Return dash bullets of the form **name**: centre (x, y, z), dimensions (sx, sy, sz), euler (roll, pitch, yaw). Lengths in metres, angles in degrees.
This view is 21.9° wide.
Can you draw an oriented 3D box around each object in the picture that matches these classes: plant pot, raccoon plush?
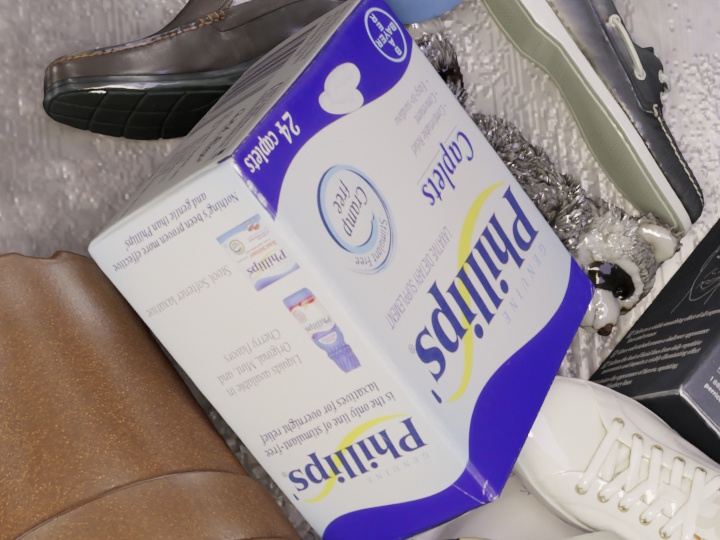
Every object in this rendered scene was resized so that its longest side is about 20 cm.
- **plant pot**: centre (-0.143, 0.113, 0.878), dimensions (0.199, 0.201, 0.199), euler (-23, 59, -18)
- **raccoon plush**: centre (0.102, -0.059, 1.047), dimensions (0.133, 0.097, 0.202), euler (-5, 83, -25)

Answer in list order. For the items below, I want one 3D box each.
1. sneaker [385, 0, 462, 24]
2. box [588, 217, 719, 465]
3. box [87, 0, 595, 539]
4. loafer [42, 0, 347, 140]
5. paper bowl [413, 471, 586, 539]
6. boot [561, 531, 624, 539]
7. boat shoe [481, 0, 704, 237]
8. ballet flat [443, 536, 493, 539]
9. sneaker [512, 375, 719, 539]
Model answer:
- **sneaker**: centre (0.062, -0.231, 1.053), dimensions (0.200, 0.070, 0.078), euler (-54, 134, -23)
- **box**: centre (0.234, 0.038, 1.035), dimensions (0.107, 0.148, 0.200), euler (44, 72, -7)
- **box**: centre (0.000, 0.000, 0.898), dimensions (0.200, 0.105, 0.184), euler (52, 37, -14)
- **loafer**: centre (-0.081, -0.119, 1.013), dimensions (0.199, 0.073, 0.073), euler (-9, 76, -27)
- **paper bowl**: centre (0.096, 0.187, 0.999), dimensions (0.199, 0.104, 0.202), euler (2, 82, -17)
- **boot**: centre (0.077, 0.218, 0.865), dimensions (0.199, 0.073, 0.145), euler (-26, 60, -20)
- **boat shoe**: centre (0.145, -0.113, 1.071), dimensions (0.060, 0.076, 0.201), euler (-35, 94, -12)
- **ballet flat**: centre (-0.011, 0.168, 0.816), dimensions (0.199, 0.057, 0.067), euler (-20, 73, -19)
- **sneaker**: centre (0.162, 0.113, 0.930), dimensions (0.199, 0.085, 0.073), euler (33, 73, -8)
